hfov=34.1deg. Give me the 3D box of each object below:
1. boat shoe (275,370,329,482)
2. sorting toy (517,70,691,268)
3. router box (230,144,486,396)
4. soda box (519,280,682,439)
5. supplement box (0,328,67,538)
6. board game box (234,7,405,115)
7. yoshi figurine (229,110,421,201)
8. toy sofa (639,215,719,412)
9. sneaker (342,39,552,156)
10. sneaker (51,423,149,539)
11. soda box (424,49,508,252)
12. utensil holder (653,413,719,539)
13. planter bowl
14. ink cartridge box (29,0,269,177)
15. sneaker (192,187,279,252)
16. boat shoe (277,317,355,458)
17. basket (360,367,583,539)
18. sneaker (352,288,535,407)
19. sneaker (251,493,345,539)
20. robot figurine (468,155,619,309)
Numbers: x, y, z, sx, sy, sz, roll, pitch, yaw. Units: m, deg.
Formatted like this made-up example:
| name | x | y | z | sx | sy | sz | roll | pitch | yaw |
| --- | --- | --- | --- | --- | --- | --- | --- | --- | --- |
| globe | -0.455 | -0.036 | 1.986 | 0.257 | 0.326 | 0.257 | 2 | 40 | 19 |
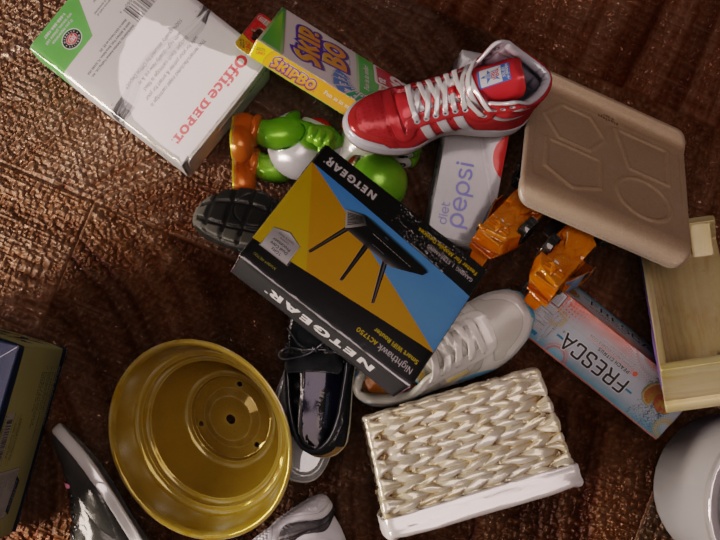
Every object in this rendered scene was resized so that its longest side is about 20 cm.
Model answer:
| name | x | y | z | sx | sy | sz | roll | pitch | yaw |
| --- | --- | --- | --- | --- | --- | --- | --- | --- | --- |
| boat shoe | -0.049 | 0.117 | 1.202 | 0.074 | 0.065 | 0.203 | 13 | 86 | 0 |
| sorting toy | 0.248 | -0.103 | 1.195 | 0.184 | 0.037 | 0.201 | 22 | 46 | -7 |
| router box | 0.000 | 0.000 | 1.115 | 0.200 | 0.051 | 0.149 | 37 | 65 | -3 |
| soda box | 0.246 | 0.080 | 1.207 | 0.200 | 0.068 | 0.064 | 39 | 107 | 1 |
| supplement box | -0.390 | 0.150 | 1.118 | 0.133 | 0.200 | 0.201 | 15 | 85 | -1 |
| board game box | -0.027 | -0.201 | 1.196 | 0.199 | 0.096 | 0.030 | 29 | 124 | -5 |
| yoshi figurine | -0.034 | -0.106 | 1.206 | 0.199 | 0.112 | 0.113 | -1 | 101 | -5 |
| toy sofa | 0.331 | 0.049 | 1.173 | 0.082 | 0.098 | 0.201 | -9 | 46 | 12 |
| sneaker | 0.087 | -0.165 | 1.120 | 0.199 | 0.112 | 0.072 | -10 | 78 | -19 |
| sneaker | -0.282 | 0.258 | 1.178 | 0.099 | 0.071 | 0.201 | -31 | 91 | -9 |
| soda box | 0.116 | -0.123 | 1.228 | 0.068 | 0.063 | 0.201 | 12 | 85 | -2 |
| utensil holder | 0.389 | 0.220 | 1.143 | 0.169 | 0.200 | 0.171 | 0 | 86 | -2 |
| planter bowl | -0.144 | 0.158 | 1.171 | 0.199 | 0.083 | 0.202 | 4 | 101 | 20 |
| ink cartridge box | -0.212 | -0.215 | 1.212 | 0.200 | 0.084 | 0.146 | 38 | 84 | 1 |
| sneaker | -0.075 | -0.026 | 1.202 | 0.199 | 0.079 | 0.076 | 12 | 55 | 7 |
| boat shoe | -0.040 | 0.084 | 1.141 | 0.074 | 0.062 | 0.201 | 1 | 90 | 13 |
| basket | 0.103 | 0.180 | 1.170 | 0.199 | 0.136 | 0.124 | -15 | 82 | -3 |
| sneaker | 0.084 | 0.084 | 1.174 | 0.199 | 0.081 | 0.077 | -30 | 85 | 16 |
| sneaker | -0.087 | 0.325 | 1.178 | 0.199 | 0.075 | 0.115 | -35 | 85 | -8 |
| robot figurine | 0.197 | -0.050 | 1.185 | 0.145 | 0.058 | 0.200 | 40 | 45 | 11 |
